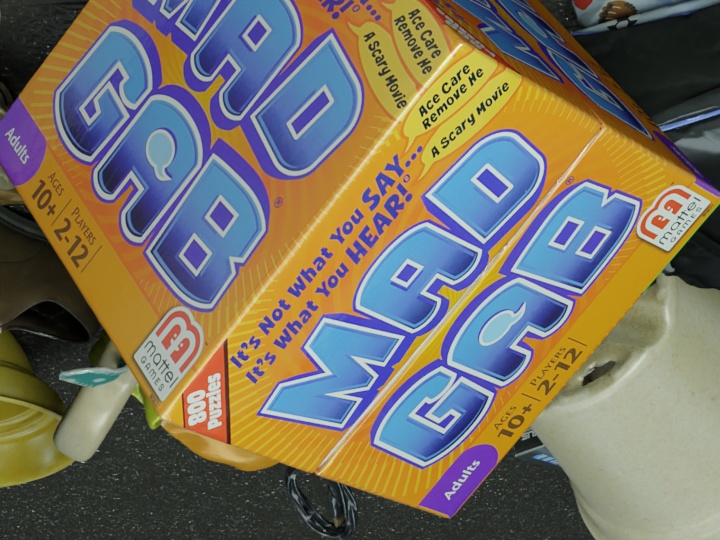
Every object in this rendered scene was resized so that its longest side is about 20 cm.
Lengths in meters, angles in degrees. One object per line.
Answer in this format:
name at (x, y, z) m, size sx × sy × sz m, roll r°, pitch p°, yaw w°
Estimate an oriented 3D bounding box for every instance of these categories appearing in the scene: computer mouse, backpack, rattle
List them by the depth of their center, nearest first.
backpack at (0.192, -0.072, 1.194) m, size 0.199 × 0.155 × 0.190 m, roll -9°, pitch 149°, yaw 30°
rattle at (-0.103, 0.073, 1.383) m, size 0.130 × 0.143 × 0.200 m, roll -43°, pitch -179°, yaw -21°
computer mouse at (-0.020, 0.086, 1.458) m, size 0.058 × 0.034 × 0.201 m, roll 7°, pitch 130°, yaw 8°

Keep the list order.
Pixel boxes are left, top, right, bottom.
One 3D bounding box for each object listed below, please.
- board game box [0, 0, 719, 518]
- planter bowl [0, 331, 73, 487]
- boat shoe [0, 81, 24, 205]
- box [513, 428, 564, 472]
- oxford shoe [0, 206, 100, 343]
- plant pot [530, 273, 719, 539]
board game box at (-0.005, -0.046, 1.071) m, size 0.199 × 0.200 × 0.200 m, roll 23°, pitch 112°, yaw -46°
planter bowl at (-0.281, 0.077, 1.575) m, size 0.199 × 0.084 × 0.201 m, roll -2°, pitch 157°, yaw -1°
boat shoe at (-0.203, -0.069, 1.254) m, size 0.073 × 0.070 × 0.200 m, roll -4°, pitch 180°, yaw -3°
box at (0.233, 0.116, 1.768) m, size 0.157 × 0.050 × 0.199 m, roll -21°, pitch 150°, yaw 36°
oxford shoe at (-0.235, 0.001, 1.403) m, size 0.199 × 0.085 × 0.073 m, roll 13°, pitch 154°, yaw -30°
plant pot at (0.177, 0.067, 1.498) m, size 0.199 × 0.202 × 0.183 m, roll -17°, pitch 143°, yaw 30°
